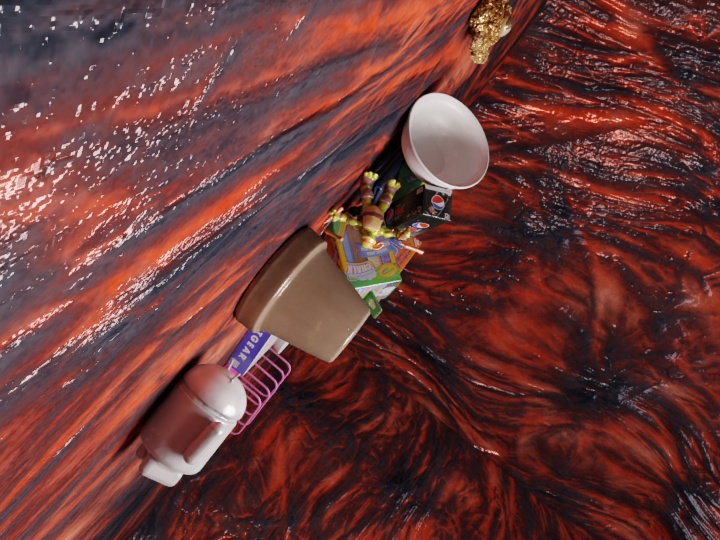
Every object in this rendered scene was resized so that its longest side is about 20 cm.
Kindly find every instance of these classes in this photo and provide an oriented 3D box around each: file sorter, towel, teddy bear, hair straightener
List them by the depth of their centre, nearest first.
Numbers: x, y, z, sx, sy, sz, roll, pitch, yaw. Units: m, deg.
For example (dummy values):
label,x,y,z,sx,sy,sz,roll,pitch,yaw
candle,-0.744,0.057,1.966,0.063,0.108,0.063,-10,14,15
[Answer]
label,x,y,z,sx,sy,sz,roll,pitch,yaw
teddy bear,0.245,-0.451,0.931,0.146,0.067,0.200,-55,179,8
towel,0.075,-0.240,1.121,0.201,0.048,0.112,-53,177,-19
hair straightener,-0.018,-0.135,1.175,0.077,0.041,0.200,-52,174,8
file sorter,-0.275,0.280,1.243,0.139,0.125,0.200,-52,179,20

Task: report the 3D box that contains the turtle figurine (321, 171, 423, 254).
label,x,y,z,sx,sy,sz,roll,pitch,yaw
turtle figurine,0.033,-0.103,0.985,0.065,0.198,0.163,101,2,-66

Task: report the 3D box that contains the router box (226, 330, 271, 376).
label,x,y,z,sx,sy,sz,roll,pitch,yaw
router box,-0.204,0.123,1.176,0.200,0.049,0.180,-53,178,26

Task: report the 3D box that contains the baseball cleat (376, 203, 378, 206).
label,x,y,z,sx,sy,sz,roll,pitch,yaw
baseball cleat,0.078,-0.206,1.249,0.201,0.069,0.106,-59,-173,8

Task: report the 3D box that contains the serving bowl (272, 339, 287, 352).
label,x,y,z,sx,sy,sz,roll,pitch,yaw
serving bowl,-0.203,0.147,1.498,0.201,0.066,0.200,-53,179,-2

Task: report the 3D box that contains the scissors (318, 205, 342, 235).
label,x,y,z,sx,sy,sz,roll,pitch,yaw
scissors,-0.102,-0.047,1.015,0.201,0.014,0.073,-53,176,-13

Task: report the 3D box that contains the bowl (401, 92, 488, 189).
label,x,y,z,sx,sy,sz,roll,pitch,yaw
bowl,0.154,-0.244,1.023,0.201,0.201,0.090,-51,-167,-31

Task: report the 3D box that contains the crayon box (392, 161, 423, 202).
label,x,y,z,sx,sy,sz,roll,pitch,yaw
crayon box,0.122,-0.196,1.166,0.119,0.058,0.200,-51,171,-30

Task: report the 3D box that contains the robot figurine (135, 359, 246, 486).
label,x,y,z,sx,sy,sz,roll,pitch,yaw
robot figurine,-0.256,0.229,0.788,0.200,0.113,0.169,-52,-144,-8

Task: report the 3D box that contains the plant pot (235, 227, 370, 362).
label,x,y,z,sx,sy,sz,roll,pitch,yaw
plant pot,-0.082,0.058,0.862,0.201,0.174,0.200,-52,179,-2

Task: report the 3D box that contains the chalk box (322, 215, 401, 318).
label,x,y,z,sx,sy,sz,roll,pitch,yaw
chalk box,0.000,0.000,1.069,0.123,0.202,0.125,-8,161,-19

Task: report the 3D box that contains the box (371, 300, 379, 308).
label,x,y,z,sx,sy,sz,roll,pitch,yaw
box,-0.073,0.085,1.395,0.193,0.199,0.122,-51,178,-46

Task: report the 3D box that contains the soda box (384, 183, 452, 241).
label,x,y,z,sx,sy,sz,roll,pitch,yaw
soda box,0.108,-0.115,1.058,0.200,0.070,0.064,161,-64,-64

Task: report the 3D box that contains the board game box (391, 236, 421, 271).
label,x,y,z,sx,sy,sz,roll,pitch,yaw
board game box,0.025,-0.037,1.552,0.200,0.199,0.200,-50,178,-35
